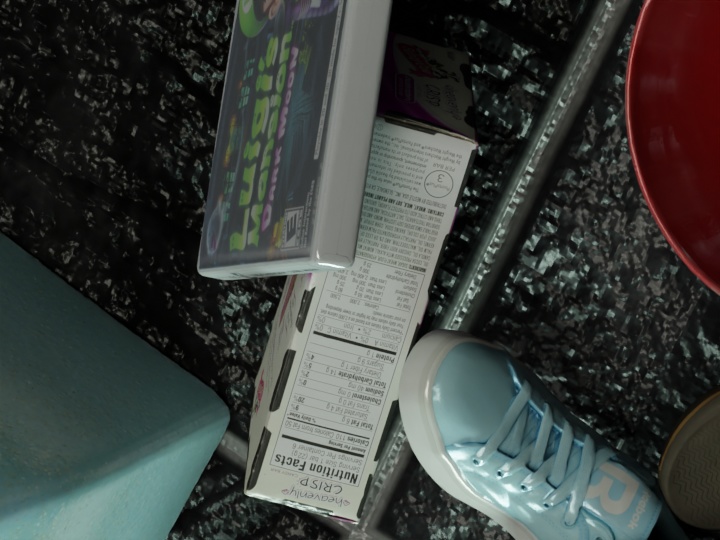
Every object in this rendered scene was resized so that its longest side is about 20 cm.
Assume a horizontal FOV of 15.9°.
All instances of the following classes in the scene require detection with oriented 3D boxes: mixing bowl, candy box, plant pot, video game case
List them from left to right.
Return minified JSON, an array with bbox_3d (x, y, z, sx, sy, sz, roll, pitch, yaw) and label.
[{"bbox_3d":[-0.224,0.116,1.335,0.196,0.200,0.196,35,114,13],"label":"plant pot"},{"bbox_3d":[-0.028,-0.097,1.187,0.023,0.182,0.201,9,85,-19],"label":"video game case"},{"bbox_3d":[0.000,0.000,1.230,0.061,0.136,0.201,16,111,-6],"label":"candy box"},{"bbox_3d":[0.227,-0.074,1.115,0.199,0.108,0.201,2,94,29],"label":"mixing bowl"}]

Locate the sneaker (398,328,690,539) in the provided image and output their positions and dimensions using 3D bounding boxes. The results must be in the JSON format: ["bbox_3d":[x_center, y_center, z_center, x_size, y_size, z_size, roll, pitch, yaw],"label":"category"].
[{"bbox_3d":[0.100,0.095,1.203,0.082,0.074,0.200,-2,142,47],"label":"sneaker"}]

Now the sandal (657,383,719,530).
[{"bbox_3d":[0.219,0.084,1.139,0.199,0.055,0.082,-10,125,30],"label":"sandal"}]
